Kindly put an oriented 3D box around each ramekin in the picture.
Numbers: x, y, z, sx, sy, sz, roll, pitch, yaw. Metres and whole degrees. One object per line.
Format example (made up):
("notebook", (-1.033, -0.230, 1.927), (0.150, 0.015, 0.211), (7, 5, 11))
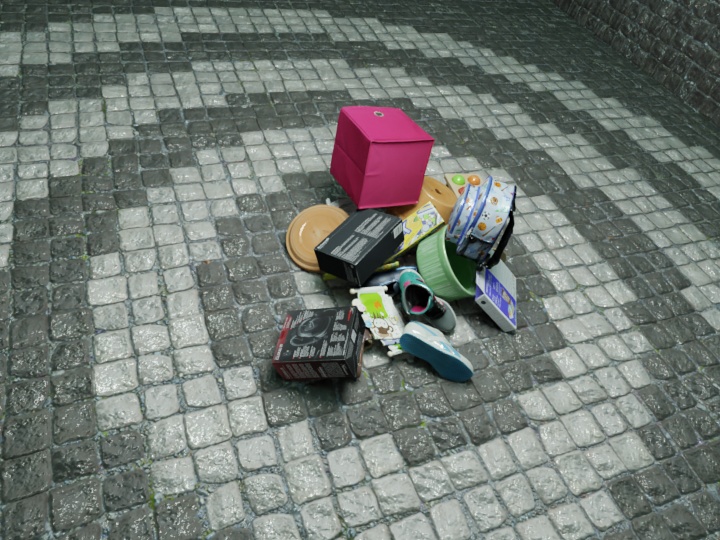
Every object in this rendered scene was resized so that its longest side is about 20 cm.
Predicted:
("ramekin", (0.236, -0.014, 1.432), (0.199, 0.097, 0.202), (30, 48, -41))

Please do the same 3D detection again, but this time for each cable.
("cable", (-0.015, -0.130, 1.563), (0.198, 0.070, 0.201), (9, 47, -6))

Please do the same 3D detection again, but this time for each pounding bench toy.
("pounding bench toy", (0.308, -0.240, 1.678), (0.123, 0.157, 0.201), (-3, 48, -18))

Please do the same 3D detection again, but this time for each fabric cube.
("fabric cube", (0.052, -0.309, 1.451), (0.194, 0.202, 0.200), (-7, 40, -25))

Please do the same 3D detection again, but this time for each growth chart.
("growth chart", (0.060, 0.122, 1.319), (0.144, 0.018, 0.201), (-14, 67, -46))

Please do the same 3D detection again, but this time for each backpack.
("backpack", (0.306, -0.138, 1.338), (0.153, 0.191, 0.201), (23, 45, -7))

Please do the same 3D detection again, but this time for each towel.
("towel", (0.000, 0.000, 1.419), (0.198, 0.086, 0.018), (-8, 81, -9))

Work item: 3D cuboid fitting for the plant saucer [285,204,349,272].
("plant saucer", (-0.109, -0.093, 1.472), (0.198, 0.032, 0.202), (-2, 68, 6))

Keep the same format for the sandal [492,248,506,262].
("sandal", (0.324, -0.055, 1.590), (0.209, 0.078, 0.070), (10, 14, -14))

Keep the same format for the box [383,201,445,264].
("box", (0.130, -0.098, 1.458), (0.199, 0.064, 0.070), (-36, 79, 8))

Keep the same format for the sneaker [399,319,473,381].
("sneaker", (0.192, 0.190, 1.291), (0.199, 0.077, 0.081), (35, 37, -1))

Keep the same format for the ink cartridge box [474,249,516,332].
("ink cartridge box", (0.354, 0.031, 1.440), (0.200, 0.043, 0.199), (46, 39, -26))

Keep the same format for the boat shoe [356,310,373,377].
("boat shoe", (-0.005, 0.167, 1.290), (0.071, 0.072, 0.201), (22, 47, -8))

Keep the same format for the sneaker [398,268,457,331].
("sneaker", (0.169, 0.090, 1.330), (0.200, 0.084, 0.121), (46, 17, -6))

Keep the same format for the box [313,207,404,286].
("box", (0.000, -0.067, 1.368), (0.140, 0.079, 0.200), (23, 52, 32))

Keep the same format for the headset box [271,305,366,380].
("headset box", (-0.101, 0.165, 1.213), (0.198, 0.078, 0.150), (-7, 44, 20))

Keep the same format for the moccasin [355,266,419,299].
("moccasin", (0.087, 0.043, 1.430), (0.198, 0.081, 0.069), (-10, 53, -3))

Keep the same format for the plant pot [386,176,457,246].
("plant pot", (0.194, -0.179, 1.569), (0.198, 0.140, 0.201), (23, 35, -17))
